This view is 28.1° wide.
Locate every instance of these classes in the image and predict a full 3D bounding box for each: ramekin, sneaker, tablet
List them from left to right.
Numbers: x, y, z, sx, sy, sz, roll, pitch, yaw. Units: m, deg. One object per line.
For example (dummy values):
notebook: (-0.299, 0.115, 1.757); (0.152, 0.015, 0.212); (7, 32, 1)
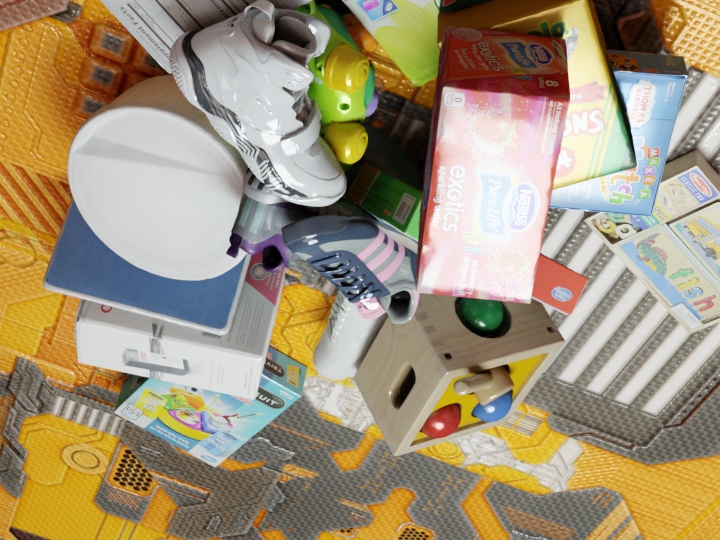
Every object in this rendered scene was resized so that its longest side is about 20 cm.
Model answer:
tablet: (-0.217, -0.014, 1.492); (0.198, 0.131, 0.014); (14, 155, 0)
ramekin: (-0.178, -0.098, 1.403); (0.200, 0.095, 0.204); (12, 132, 13)
sneaker: (-0.057, -0.139, 1.201); (0.114, 0.076, 0.200); (-24, 123, 37)
sneaker: (-0.059, -0.038, 1.372); (0.074, 0.088, 0.199); (29, -173, 35)
sneaker: (0.000, 0.000, 1.327); (0.070, 0.083, 0.199); (-13, 164, 33)
sneaker: (0.001, 0.040, 1.533); (0.080, 0.077, 0.200); (18, 128, -34)

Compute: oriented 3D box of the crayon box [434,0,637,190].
crayon box: (0.140, -0.159, 1.175); (0.126, 0.051, 0.201); (-15, 125, 16)

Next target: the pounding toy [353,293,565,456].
pounding toy: (0.105, 0.100, 1.474); (0.182, 0.143, 0.201); (-12, 148, -32)

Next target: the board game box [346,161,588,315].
board game box: (0.100, -0.032, 1.379); (0.199, 0.153, 0.041); (25, 95, -27)

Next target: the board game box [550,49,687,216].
board game box: (0.171, -0.124, 1.258); (0.197, 0.037, 0.152); (6, 130, 0)

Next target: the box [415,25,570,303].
box: (0.102, -0.081, 1.145); (0.098, 0.096, 0.202); (6, 128, -1)

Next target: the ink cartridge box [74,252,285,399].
ink cartridge box: (-0.190, 0.040, 1.533); (0.198, 0.147, 0.085); (13, 140, -1)

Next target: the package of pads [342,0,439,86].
package of pads: (0.085, -0.256, 1.216); (0.199, 0.069, 0.154); (-23, 127, 33)

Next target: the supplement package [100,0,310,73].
supplement package: (-0.112, -0.273, 1.209); (0.199, 0.115, 0.110); (-20, 130, 32)

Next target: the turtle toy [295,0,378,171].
turtle toy: (-0.041, -0.164, 1.311); (0.145, 0.101, 0.201); (23, 137, 23)

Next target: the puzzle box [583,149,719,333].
puzzle box: (0.333, -0.024, 1.437); (0.132, 0.026, 0.200); (-27, 124, 34)

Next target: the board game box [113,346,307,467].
board game box: (-0.181, 0.143, 1.713); (0.150, 0.047, 0.200); (31, 134, -19)

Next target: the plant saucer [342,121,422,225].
plant saucer: (-0.035, -0.076, 1.464); (0.198, 0.028, 0.201); (7, 138, 6)
